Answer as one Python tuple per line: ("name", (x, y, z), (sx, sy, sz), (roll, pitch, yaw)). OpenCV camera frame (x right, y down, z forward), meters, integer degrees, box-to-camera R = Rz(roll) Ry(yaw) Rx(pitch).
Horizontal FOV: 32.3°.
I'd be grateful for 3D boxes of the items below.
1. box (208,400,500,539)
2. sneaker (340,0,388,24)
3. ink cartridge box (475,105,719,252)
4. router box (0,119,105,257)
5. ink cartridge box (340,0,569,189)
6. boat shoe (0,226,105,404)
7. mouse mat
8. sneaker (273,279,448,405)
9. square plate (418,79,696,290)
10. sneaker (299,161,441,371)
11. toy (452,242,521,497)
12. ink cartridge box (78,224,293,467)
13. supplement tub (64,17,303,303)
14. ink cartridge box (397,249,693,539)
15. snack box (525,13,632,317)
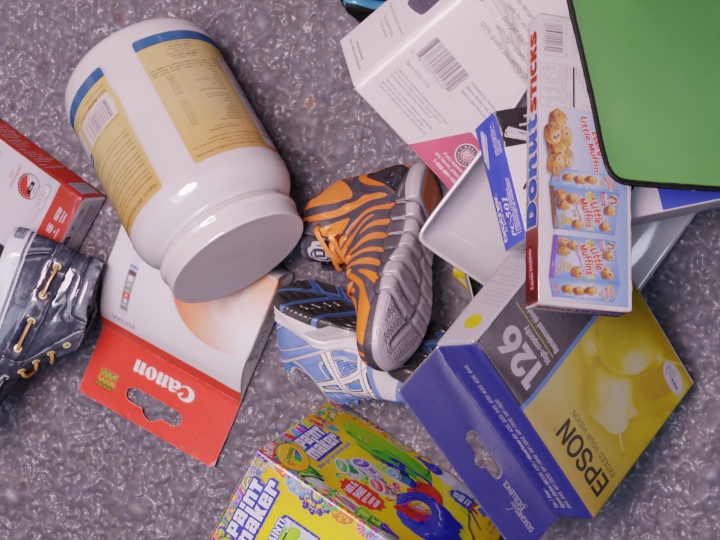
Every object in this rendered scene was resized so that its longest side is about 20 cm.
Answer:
("box", (-0.001, 0.224, 1.012), (0.191, 0.200, 0.123), (31, 104, 10))
("sneaker", (0.077, -0.242, 1.002), (0.197, 0.082, 0.074), (-19, 88, 17))
("ink cartridge box", (0.189, -0.081, 0.900), (0.197, 0.044, 0.096), (-11, 82, -17))
("router box", (-0.362, -0.033, 1.174), (0.178, 0.049, 0.202), (34, 104, 11))
("ink cartridge box", (0.106, -0.177, 0.965), (0.199, 0.085, 0.145), (-38, 124, 16))
("boat shoe", (-0.297, 0.068, 1.113), (0.090, 0.071, 0.203), (19, 105, -7))
("mouse mat", (0.212, -0.150, 0.872), (0.008, 0.159, 0.204), (-32, 62, 54))
("sneaker", (0.014, 0.076, 1.035), (0.198, 0.075, 0.078), (24, 125, 27))
("square plate", (0.166, -0.059, 0.962), (0.199, 0.028, 0.199), (33, 96, -27))
("sneaker", (0.000, 0.000, 1.019), (0.110, 0.202, 0.078), (-6, 135, 23))
("toy", (0.118, 0.069, 1.009), (0.046, 0.115, 0.203), (-17, 91, 5))
("ink cartridge box", (-0.170, 0.058, 1.126), (0.160, 0.050, 0.203), (26, 100, 13))
("supplement tub", (-0.146, -0.091, 1.033), (0.144, 0.144, 0.202), (-36, 71, 17))
("ink cartridge box", (0.147, 0.087, 0.935), (0.047, 0.201, 0.199), (9, 142, 53))
("snack box", (0.150, -0.073, 0.851), (0.071, 0.024, 0.204), (5, 78, -17))
